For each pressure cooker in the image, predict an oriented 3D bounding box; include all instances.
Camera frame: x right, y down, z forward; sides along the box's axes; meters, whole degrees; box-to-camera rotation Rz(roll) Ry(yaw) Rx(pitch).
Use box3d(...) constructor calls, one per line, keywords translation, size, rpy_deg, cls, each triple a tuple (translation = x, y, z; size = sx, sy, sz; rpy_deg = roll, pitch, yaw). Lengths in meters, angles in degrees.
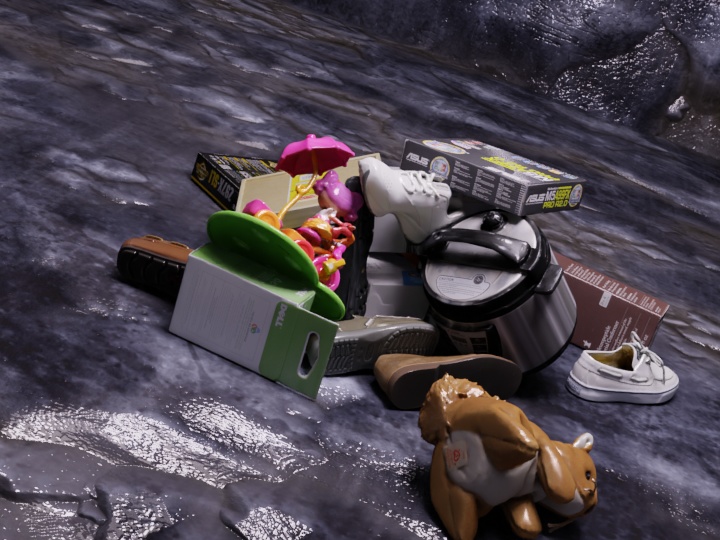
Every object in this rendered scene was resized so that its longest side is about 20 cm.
box3d(translation=(0.171, 0.019, 1.583), size=(0.175, 0.200, 0.179), rpy_deg=(-25, 41, 7), cls="pressure cooker")

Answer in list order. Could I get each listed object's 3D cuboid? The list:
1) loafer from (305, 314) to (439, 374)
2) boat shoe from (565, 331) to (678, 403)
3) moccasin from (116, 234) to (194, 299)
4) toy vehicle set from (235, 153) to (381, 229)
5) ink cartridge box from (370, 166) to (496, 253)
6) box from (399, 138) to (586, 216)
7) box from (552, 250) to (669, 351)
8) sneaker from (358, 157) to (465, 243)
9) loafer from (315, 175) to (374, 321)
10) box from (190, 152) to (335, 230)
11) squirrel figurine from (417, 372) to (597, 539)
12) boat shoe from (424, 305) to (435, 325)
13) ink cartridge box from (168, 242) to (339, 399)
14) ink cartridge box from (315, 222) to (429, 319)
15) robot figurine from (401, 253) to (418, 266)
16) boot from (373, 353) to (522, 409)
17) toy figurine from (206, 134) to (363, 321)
box3d(translation=(0.013, 0.081, 1.529), size=(0.199, 0.076, 0.070), rpy_deg=(2, 31, -37), cls="loafer")
box3d(translation=(0.374, 0.129, 1.705), size=(0.201, 0.087, 0.075), rpy_deg=(5, 25, -32), cls="boat shoe")
box3d(translation=(-0.203, 0.008, 1.542), size=(0.200, 0.074, 0.078), rpy_deg=(16, 28, 14), cls="moccasin")
box3d(translation=(-0.067, -0.102, 1.659), size=(0.198, 0.027, 0.125), rpy_deg=(-10, 30, 8), cls="toy vehicle set")
box3d(translation=(0.088, -0.085, 1.730), size=(0.198, 0.084, 0.145), rpy_deg=(3, 23, 3), cls="ink cartridge box")
box3d(translation=(0.177, -0.128, 1.645), size=(0.199, 0.045, 0.160), rpy_deg=(25, 19, 35), cls="box")
box3d(translation=(0.344, 0.059, 1.832), size=(0.199, 0.101, 0.075), rpy_deg=(26, 22, 17), cls="box")
box3d(translation=(0.062, -0.101, 1.560), size=(0.200, 0.087, 0.075), rpy_deg=(27, 47, -56), cls="sneaker")
box3d(translation=(-0.024, -0.024, 1.584), size=(0.070, 0.202, 0.068), rpy_deg=(11, 17, 16), cls="loafer")
box3d(translation=(-0.150, -0.119, 1.921), size=(0.159, 0.050, 0.200), rpy_deg=(4, 25, -40), cls="box")
box3d(translation=(0.162, 0.191, 1.312), size=(0.186, 0.142, 0.200), rpy_deg=(11, 24, -37), cls="squirrel figurine")
box3d(translation=(0.188, 0.047, 1.740), size=(0.199, 0.091, 0.071), rpy_deg=(10, 23, -24), cls="boat shoe")
box3d(translation=(-0.116, 0.057, 1.438), size=(0.199, 0.104, 0.059), rpy_deg=(24, 22, 13), cls="ink cartridge box")
box3d(translation=(0.000, 0.000, 1.728), size=(0.115, 0.067, 0.200), rpy_deg=(1, 28, -36), cls="ink cartridge box")
box3d(translation=(0.132, -0.040, 1.873), size=(0.199, 0.145, 0.116), rpy_deg=(10, -5, -22), cls="robot figurine")
box3d(translation=(0.108, 0.125, 1.518), size=(0.199, 0.074, 0.075), rpy_deg=(3, 20, -29), cls="boot")
box3d(translation=(-0.057, -0.070, 1.486), size=(0.200, 0.185, 0.150), rpy_deg=(40, -28, -18), cls="toy figurine")
